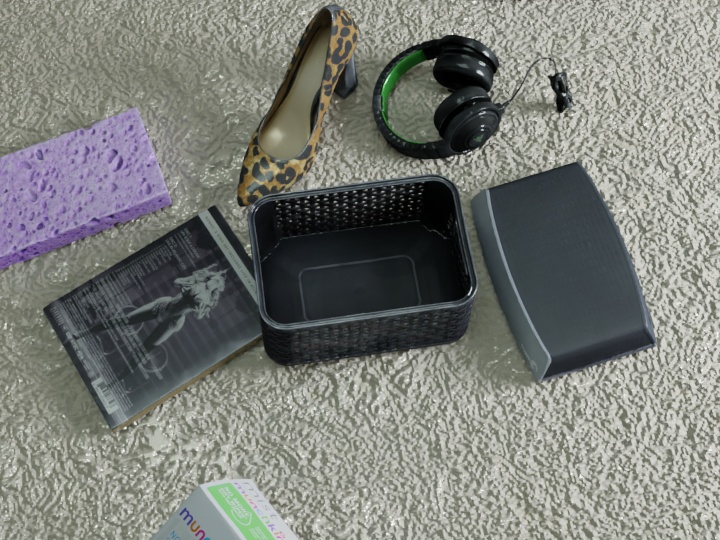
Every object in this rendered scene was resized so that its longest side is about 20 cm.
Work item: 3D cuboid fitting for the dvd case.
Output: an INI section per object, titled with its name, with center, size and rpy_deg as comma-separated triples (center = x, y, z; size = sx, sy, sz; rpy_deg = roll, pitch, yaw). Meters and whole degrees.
[dvd case]
center = -0.189, 0.043, 1.157
size = 0.199, 0.016, 0.149
rpy_deg = -32, 68, -10

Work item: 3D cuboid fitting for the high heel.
[high heel]
center = -0.070, -0.165, 1.171
size = 0.071, 0.143, 0.201
rpy_deg = 30, 71, 16

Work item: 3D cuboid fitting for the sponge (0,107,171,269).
[sponge]
center = -0.303, -0.083, 1.215
size = 0.198, 0.030, 0.112
rpy_deg = -21, 66, -6

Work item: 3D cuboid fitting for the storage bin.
[storage bin]
center = 0.000, 0.000, 1.112
size = 0.198, 0.094, 0.136
rpy_deg = -7, 65, -5

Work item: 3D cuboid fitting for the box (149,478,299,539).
[box]
center = -0.102, 0.303, 0.961
size = 0.177, 0.097, 0.200
rpy_deg = -47, 69, 12

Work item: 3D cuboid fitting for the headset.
[headset]
center = 0.113, -0.175, 1.215
size = 0.198, 0.094, 0.125
rpy_deg = -8, 69, 18

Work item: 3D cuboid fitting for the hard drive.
[hard drive]
center = 0.192, -0.006, 1.136
size = 0.134, 0.042, 0.202
rpy_deg = -16, 66, -3
